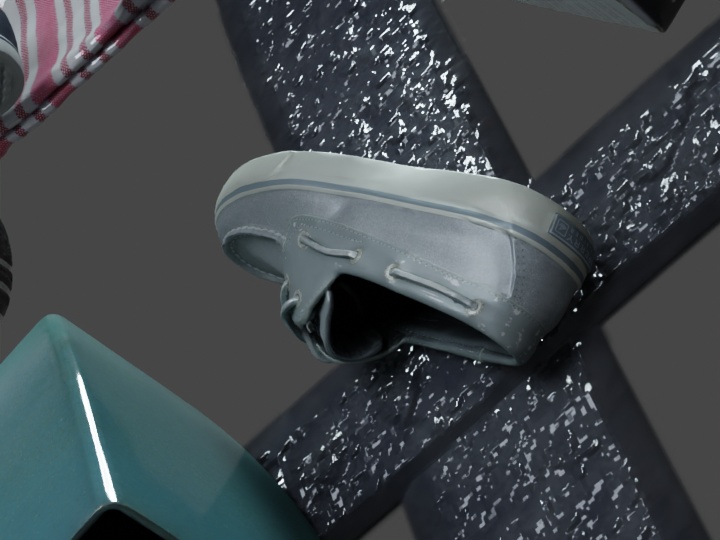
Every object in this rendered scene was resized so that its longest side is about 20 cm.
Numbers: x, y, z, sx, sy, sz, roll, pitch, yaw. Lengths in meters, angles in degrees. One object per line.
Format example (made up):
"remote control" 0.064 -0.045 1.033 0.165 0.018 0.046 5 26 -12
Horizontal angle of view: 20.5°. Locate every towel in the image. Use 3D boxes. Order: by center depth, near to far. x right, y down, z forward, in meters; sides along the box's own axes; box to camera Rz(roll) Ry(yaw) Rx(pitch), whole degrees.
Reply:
"towel" -0.163 -0.167 1.153 0.200 0.030 0.147 -39 39 20

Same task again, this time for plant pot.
"plant pot" -0.102 0.116 0.766 0.141 0.141 0.200 -46 29 11

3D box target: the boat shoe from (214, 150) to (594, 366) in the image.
"boat shoe" 0.001 0.001 0.790 0.200 0.070 0.072 6 61 48

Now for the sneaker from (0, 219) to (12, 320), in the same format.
"sneaker" -0.248 0.052 1.036 0.115 0.076 0.201 -30 43 35

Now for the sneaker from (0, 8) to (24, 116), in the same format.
"sneaker" -0.281 -0.091 1.137 0.199 0.078 0.080 -28 47 10

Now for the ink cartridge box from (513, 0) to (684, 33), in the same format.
"ink cartridge box" 0.108 -0.207 0.863 0.198 0.047 0.200 -59 34 -4
